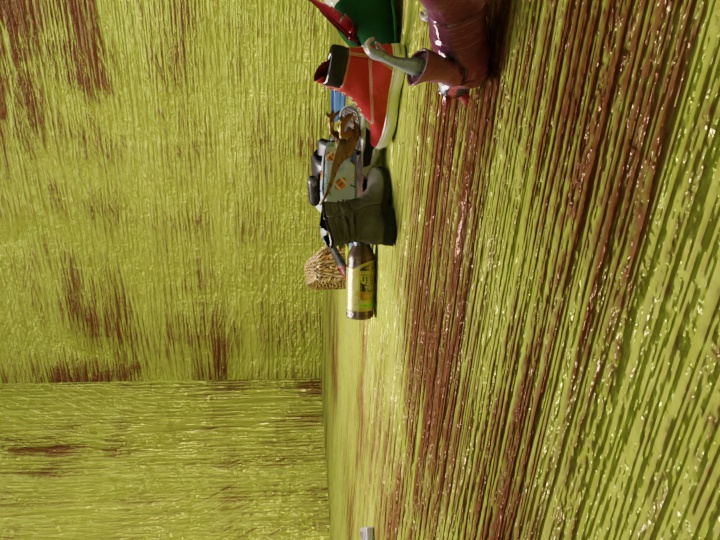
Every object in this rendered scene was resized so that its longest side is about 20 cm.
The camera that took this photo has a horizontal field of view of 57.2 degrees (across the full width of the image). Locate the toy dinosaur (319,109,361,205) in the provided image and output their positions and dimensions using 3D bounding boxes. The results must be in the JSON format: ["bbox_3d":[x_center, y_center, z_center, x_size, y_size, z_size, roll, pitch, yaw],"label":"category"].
[{"bbox_3d":[-0.029,-0.221,1.169,0.202,0.059,0.108,-65,-34,-41],"label":"toy dinosaur"}]

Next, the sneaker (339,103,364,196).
[{"bbox_3d":[0.007,-0.253,1.411,0.085,0.071,0.205,-37,-53,-59],"label":"sneaker"}]

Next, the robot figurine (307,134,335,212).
[{"bbox_3d":[-0.063,-0.232,1.636,0.126,0.146,0.204,-106,13,-53],"label":"robot figurine"}]

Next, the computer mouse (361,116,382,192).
[{"bbox_3d":[0.023,-0.218,1.279,0.203,0.043,0.111,90,-177,-46],"label":"computer mouse"}]

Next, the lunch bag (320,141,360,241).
[{"bbox_3d":[-0.042,-0.155,1.308,0.160,0.074,0.205,-136,49,-87],"label":"lunch bag"}]

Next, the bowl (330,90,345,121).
[{"bbox_3d":[-0.077,-0.608,2.236,0.201,0.038,0.206,180,90,-84],"label":"bowl"}]

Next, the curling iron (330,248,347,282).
[{"bbox_3d":[-0.039,0.005,1.499,0.050,0.025,0.202,100,149,-49],"label":"curling iron"}]

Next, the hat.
[{"bbox_3d":[-0.039,-0.412,1.112,0.203,0.172,0.168,91,166,-47],"label":"hat"}]

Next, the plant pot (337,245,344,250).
[{"bbox_3d":[-0.031,-0.149,1.534,0.200,0.027,0.205,18,-91,-83],"label":"plant pot"}]

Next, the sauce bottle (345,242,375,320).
[{"bbox_3d":[0.000,0.000,1.384,0.065,0.063,0.205,-118,28,-77],"label":"sauce bottle"}]

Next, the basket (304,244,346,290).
[{"bbox_3d":[-0.095,-0.029,1.928,0.200,0.139,0.153,127,142,-79],"label":"basket"}]

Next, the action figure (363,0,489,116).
[{"bbox_3d":[0.087,-0.221,0.556,0.135,0.146,0.202,-60,-31,-31],"label":"action figure"}]

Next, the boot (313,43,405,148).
[{"bbox_3d":[-0.008,-0.285,1.090,0.202,0.140,0.074,96,170,-54],"label":"boot"}]

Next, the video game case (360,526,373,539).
[{"bbox_3d":[0.017,0.672,1.445,0.144,0.018,0.205,104,165,-68],"label":"video game case"}]

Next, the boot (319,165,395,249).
[{"bbox_3d":[-0.011,-0.119,1.173,0.203,0.127,0.069,-96,9,-46],"label":"boot"}]

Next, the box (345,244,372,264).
[{"bbox_3d":[-0.005,-0.060,1.507,0.202,0.046,0.124,98,170,-51],"label":"box"}]

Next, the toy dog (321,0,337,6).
[{"bbox_3d":[-0.031,-0.650,1.494,0.196,0.138,0.200,54,178,-10],"label":"toy dog"}]
